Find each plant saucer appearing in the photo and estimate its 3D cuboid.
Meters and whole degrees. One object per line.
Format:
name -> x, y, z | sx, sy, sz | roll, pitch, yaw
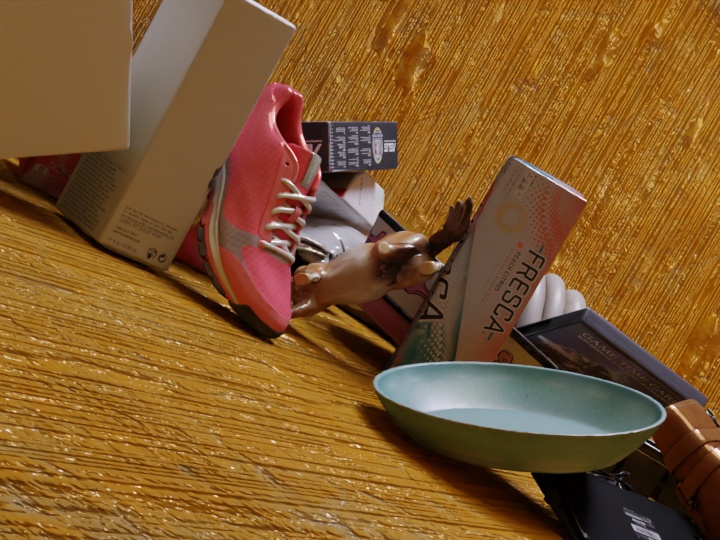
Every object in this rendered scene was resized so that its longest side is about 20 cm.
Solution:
plant saucer -> 0.105, 0.101, 1.319 | 0.199, 0.036, 0.200 | 5, 10, -1

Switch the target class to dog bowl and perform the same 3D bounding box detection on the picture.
dog bowl -> 0.068, 0.042, 1.627 | 0.200, 0.074, 0.200 | 42, 1, -1

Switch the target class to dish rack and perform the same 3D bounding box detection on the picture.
dish rack -> 0.262, 0.177, 1.698 | 0.153, 0.055, 0.200 | 32, 5, 8

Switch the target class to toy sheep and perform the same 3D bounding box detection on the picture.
toy sheep -> 0.154, 0.056, 1.867 | 0.199, 0.139, 0.138 | 13, 7, -6

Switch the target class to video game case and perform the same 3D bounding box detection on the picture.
video game case -> 0.195, 0.094, 1.734 | 0.143, 0.019, 0.200 | 36, -26, -18

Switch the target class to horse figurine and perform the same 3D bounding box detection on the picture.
horse figurine -> 0.000, 0.000, 1.476 | 0.133, 0.199, 0.050 | -21, 91, -82

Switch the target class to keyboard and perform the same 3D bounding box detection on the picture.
keyboard -> 0.181, 0.183, 1.363 | 0.200, 0.040, 0.104 | 27, 29, -44

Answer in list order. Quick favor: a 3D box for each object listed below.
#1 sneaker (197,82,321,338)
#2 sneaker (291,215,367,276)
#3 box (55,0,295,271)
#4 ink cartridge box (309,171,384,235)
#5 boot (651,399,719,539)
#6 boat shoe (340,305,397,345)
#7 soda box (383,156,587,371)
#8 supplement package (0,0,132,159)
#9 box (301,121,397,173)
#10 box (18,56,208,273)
sneaker -> -0.067, -0.051, 1.402 | 0.074, 0.086, 0.201 | 32, 42, -53
sneaker -> -0.044, -0.002, 1.664 | 0.199, 0.074, 0.115 | 14, 16, -39
box -> -0.133, -0.108, 1.388 | 0.068, 0.201, 0.082 | 26, 6, -39
ink cartridge box -> -0.080, -0.074, 1.723 | 0.160, 0.050, 0.200 | 0, -14, 16
boot -> 0.275, 0.162, 1.436 | 0.156, 0.076, 0.200 | 59, 5, 8
boat shoe -> 0.041, 0.025, 1.811 | 0.202, 0.075, 0.075 | 34, 6, 41
soda box -> 0.094, 0.013, 1.493 | 0.068, 0.201, 0.064 | 30, 4, -1
supplement package -> -0.261, -0.177, 1.342 | 0.150, 0.153, 0.200 | -7, 24, -27
box -> -0.070, -0.106, 1.688 | 0.159, 0.045, 0.200 | 1, 4, 17
box -> -0.158, -0.087, 1.512 | 0.199, 0.096, 0.100 | 28, 26, -27
